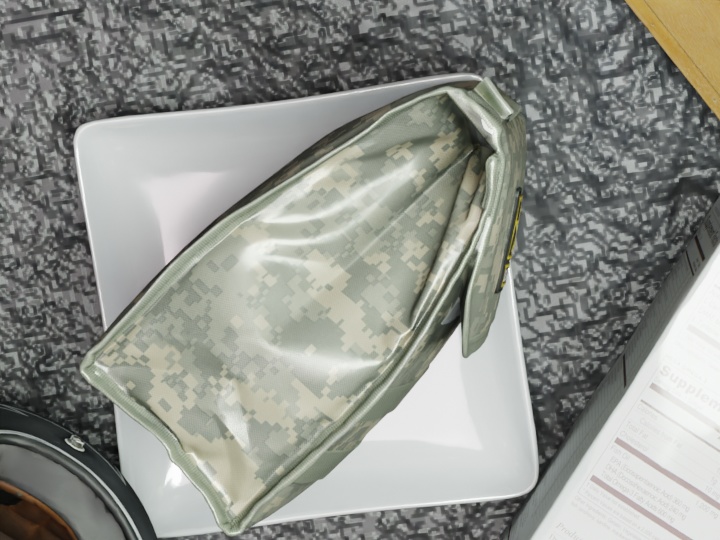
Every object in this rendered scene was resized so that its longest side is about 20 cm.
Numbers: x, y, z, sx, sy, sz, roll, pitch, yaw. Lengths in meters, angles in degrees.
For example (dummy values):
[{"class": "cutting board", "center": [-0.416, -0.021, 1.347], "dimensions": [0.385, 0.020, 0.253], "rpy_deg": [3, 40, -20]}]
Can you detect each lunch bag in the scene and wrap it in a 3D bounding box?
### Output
[{"class": "lunch bag", "center": [0.000, 0.000, 0.980], "dimensions": [0.200, 0.164, 0.118], "rpy_deg": [-45, 88, 9]}]

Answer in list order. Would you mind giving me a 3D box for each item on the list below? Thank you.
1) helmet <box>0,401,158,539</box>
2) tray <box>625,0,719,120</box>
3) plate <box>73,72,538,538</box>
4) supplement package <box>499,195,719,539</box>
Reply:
[{"class": "helmet", "center": [-0.191, 0.149, 1.038], "dimensions": [0.199, 0.190, 0.202], "rpy_deg": [14, 112, 37]}, {"class": "tray", "center": [0.167, -0.137, 1.008], "dimensions": [0.099, 0.037, 0.201], "rpy_deg": [-41, 80, 21]}, {"class": "plate", "center": [-0.024, 0.017, 1.083], "dimensions": [0.198, 0.032, 0.202], "rpy_deg": [-7, 98, 6]}, {"class": "supplement package", "center": [0.157, 0.083, 1.038], "dimensions": [0.109, 0.114, 0.201], "rpy_deg": [32, 101, 0]}]
